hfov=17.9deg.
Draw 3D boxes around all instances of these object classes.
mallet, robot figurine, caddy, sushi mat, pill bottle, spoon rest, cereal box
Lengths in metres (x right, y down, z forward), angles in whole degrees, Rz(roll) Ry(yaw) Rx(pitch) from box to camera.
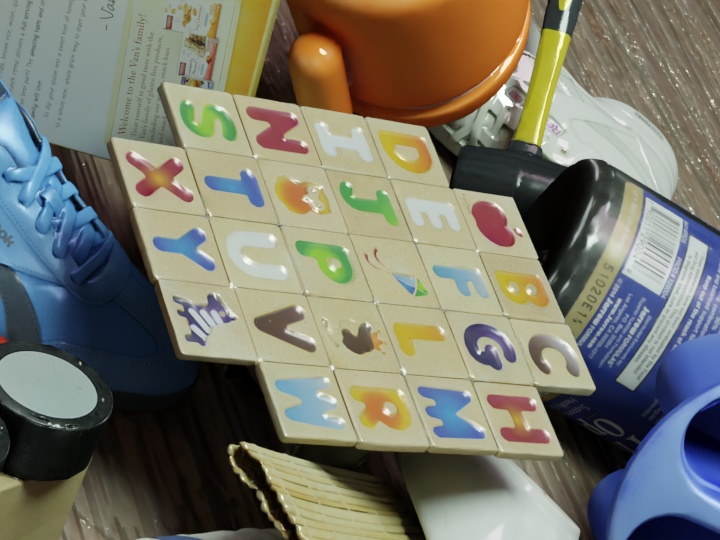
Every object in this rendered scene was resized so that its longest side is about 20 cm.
[{"bbox_3d":[0.105,-0.107,1.136,0.066,0.201,0.041,21,-12,7],"label":"mallet"},{"bbox_3d":[0.021,-0.141,1.063,0.116,0.200,0.144,-7,66,6],"label":"robot figurine"},{"bbox_3d":[0.191,0.114,0.954,0.199,0.142,0.105,24,10,-14],"label":"caddy"},{"bbox_3d":[0.007,0.109,0.819,0.096,0.012,0.200,59,8,15],"label":"sushi mat"},{"bbox_3d":[0.161,0.042,1.066,0.200,0.112,0.112,31,32,-10],"label":"pill bottle"},{"bbox_3d":[0.058,0.116,0.881,0.099,0.061,0.200,44,0,-13],"label":"spoon rest"},{"bbox_3d":[-0.131,-0.127,0.915,0.199,0.144,0.040,17,24,-2],"label":"cereal box"}]

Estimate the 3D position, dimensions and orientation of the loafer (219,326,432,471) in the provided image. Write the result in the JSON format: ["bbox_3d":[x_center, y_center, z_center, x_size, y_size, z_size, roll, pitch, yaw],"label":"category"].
[{"bbox_3d":[-0.040,0.017,0.944,0.075,0.070,0.200,18,20,-31],"label":"loafer"}]

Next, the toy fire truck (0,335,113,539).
[{"bbox_3d":[-0.200,0.029,0.732,0.200,0.129,0.176,37,30,22],"label":"toy fire truck"}]

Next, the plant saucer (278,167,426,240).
[{"bbox_3d":[-0.032,-0.047,1.006,0.070,0.019,0.200,24,7,-22],"label":"plant saucer"}]

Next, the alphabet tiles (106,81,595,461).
[{"bbox_3d":[0.000,0.000,0.881,0.199,0.006,0.167,7,48,-37],"label":"alphabet tiles"}]

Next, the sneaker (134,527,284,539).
[{"bbox_3d":[-0.034,0.168,0.760,0.088,0.075,0.200,7,33,-28],"label":"sneaker"}]

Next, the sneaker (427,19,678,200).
[{"bbox_3d":[0.082,-0.077,1.177,0.200,0.075,0.100,31,31,-10],"label":"sneaker"}]

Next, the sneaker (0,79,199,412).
[{"bbox_3d":[-0.138,-0.022,0.887,0.200,0.079,0.066,37,29,-4],"label":"sneaker"}]
